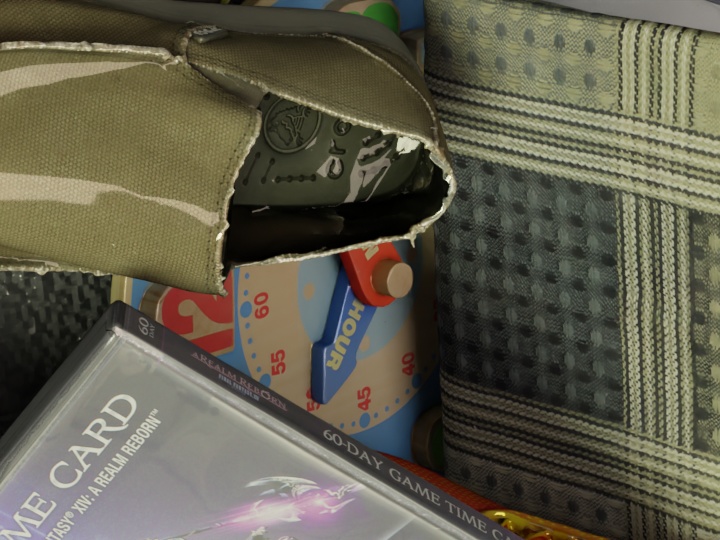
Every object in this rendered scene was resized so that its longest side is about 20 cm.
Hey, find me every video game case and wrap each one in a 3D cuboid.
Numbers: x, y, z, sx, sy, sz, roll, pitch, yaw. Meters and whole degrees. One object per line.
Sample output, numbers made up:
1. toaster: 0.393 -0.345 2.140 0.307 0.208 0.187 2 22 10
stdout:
1. video game case: -0.025 0.108 0.707 0.199 0.019 0.143 32 117 -19

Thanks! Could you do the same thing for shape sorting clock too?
1. shape sorting clock: 0.000 0.000 0.810 0.199 0.039 0.201 -14 111 -40

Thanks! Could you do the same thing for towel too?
1. towel: 0.104 0.016 0.750 0.034 0.199 0.194 -30 126 -43

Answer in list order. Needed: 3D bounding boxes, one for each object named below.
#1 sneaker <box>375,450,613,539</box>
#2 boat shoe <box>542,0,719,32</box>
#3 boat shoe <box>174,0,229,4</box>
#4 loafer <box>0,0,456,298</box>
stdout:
1. sneaker: 0.071 0.102 0.765 0.073 0.199 0.077 -47 162 -52
2. boat shoe: 0.140 -0.092 0.819 0.199 0.071 0.092 12 74 -17
3. boat shoe: -0.056 -0.104 0.740 0.060 0.072 0.202 22 87 -31
4. loafer: -0.057 -0.034 0.677 0.199 0.070 0.076 -7 122 -31
